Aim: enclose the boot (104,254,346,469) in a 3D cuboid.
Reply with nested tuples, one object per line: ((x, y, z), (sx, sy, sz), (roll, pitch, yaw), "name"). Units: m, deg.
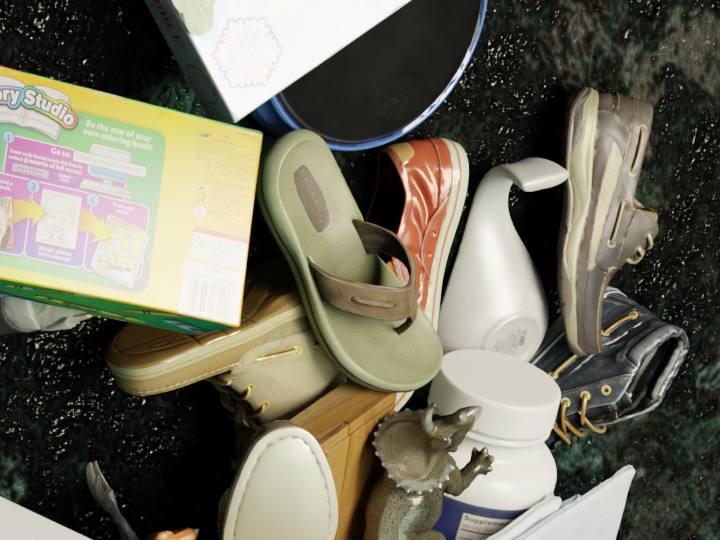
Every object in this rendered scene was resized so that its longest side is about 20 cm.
((-0.078, 0.084, 1.378), (0.200, 0.073, 0.156), (-25, 125, -42), "boot")

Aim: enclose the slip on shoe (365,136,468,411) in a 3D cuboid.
((0.020, 0.005, 1.434), (0.061, 0.074, 0.200), (6, 105, -26), "slip on shoe")

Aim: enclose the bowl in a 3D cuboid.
((0.001, -0.170, 1.348), (0.201, 0.039, 0.201), (-19, 121, -34), "bowl")

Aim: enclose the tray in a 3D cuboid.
((-0.025, 0.179, 1.397), (0.099, 0.037, 0.200), (-31, 136, -53), "tray")

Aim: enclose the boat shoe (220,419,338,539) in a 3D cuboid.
((-0.053, 0.178, 1.312), (0.072, 0.060, 0.200), (-6, 114, -11), "boat shoe")

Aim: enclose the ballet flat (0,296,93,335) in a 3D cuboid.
((-0.163, -0.007, 1.264), (0.200, 0.073, 0.073), (-27, 126, -29), "ballet flat")

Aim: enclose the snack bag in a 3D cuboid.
((0.122, 0.237, 1.499), (0.200, 0.021, 0.189), (-24, 134, -47), "snack bag")

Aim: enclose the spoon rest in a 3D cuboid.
((0.102, 0.000, 1.515), (0.099, 0.061, 0.200), (-14, 132, -29), "spoon rest")

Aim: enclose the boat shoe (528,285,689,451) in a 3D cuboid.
((0.155, 0.100, 1.578), (0.200, 0.091, 0.071), (-49, 134, -11), "boat shoe")

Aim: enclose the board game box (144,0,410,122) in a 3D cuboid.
((-0.050, -0.223, 1.236), (0.200, 0.041, 0.200), (-37, 115, -19), "board game box")

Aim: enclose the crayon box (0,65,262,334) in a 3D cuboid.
((-0.160, -0.040, 1.198), (0.200, 0.058, 0.119), (13, 77, -29), "crayon box")

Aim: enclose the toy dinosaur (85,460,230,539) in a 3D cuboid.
((-0.098, 0.203, 1.353), (0.181, 0.105, 0.200), (-25, 97, -68), "toy dinosaur")

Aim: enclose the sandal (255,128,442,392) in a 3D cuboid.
((-0.001, 0.000, 1.340), (0.080, 0.057, 0.201), (-53, 126, -35), "sandal")

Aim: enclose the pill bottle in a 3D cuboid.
((0.074, 0.164, 1.506), (0.120, 0.120, 0.200), (-4, 118, -40), "pill bottle")

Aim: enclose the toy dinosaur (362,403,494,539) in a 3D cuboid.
((0.032, 0.162, 1.397), (0.102, 0.077, 0.200), (-10, 121, -54), "toy dinosaur")

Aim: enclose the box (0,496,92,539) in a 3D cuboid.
((-0.190, 0.206, 1.268), (0.200, 0.048, 0.122), (28, 134, -11), "box")

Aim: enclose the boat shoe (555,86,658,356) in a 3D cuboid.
((0.180, -0.032, 1.521), (0.073, 0.075, 0.200), (2, 109, 3), "boat shoe")
